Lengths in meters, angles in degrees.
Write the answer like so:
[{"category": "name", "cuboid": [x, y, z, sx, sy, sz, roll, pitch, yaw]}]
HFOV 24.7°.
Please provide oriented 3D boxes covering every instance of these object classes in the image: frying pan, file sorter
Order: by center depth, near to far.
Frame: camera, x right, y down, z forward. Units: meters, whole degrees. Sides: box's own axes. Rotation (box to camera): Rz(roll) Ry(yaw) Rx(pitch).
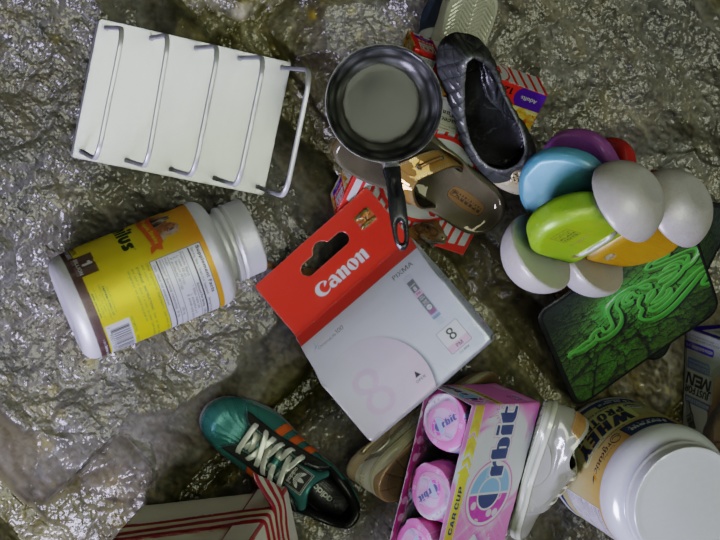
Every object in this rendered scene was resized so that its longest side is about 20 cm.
[{"category": "frying pan", "cuboid": [0.040, -0.128, 1.589, 0.115, 0.031, 0.190, -29, 94, -6]}, {"category": "file sorter", "cuboid": [-0.164, -0.155, 1.600, 0.199, 0.125, 0.139, 11, 94, -18]}]

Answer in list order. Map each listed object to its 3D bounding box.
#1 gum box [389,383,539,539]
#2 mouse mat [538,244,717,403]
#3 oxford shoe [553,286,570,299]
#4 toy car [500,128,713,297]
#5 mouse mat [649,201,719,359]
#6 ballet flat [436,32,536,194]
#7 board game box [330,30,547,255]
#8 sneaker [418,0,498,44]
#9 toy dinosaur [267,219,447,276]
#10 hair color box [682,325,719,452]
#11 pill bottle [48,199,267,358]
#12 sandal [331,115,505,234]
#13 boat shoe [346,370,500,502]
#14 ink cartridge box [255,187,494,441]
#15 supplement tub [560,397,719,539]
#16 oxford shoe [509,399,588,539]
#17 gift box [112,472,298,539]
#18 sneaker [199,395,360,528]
[{"category": "gum box", "cuboid": [0.105, 0.222, 1.707, 0.113, 0.066, 0.201, 3, 104, -47]}, {"category": "mouse mat", "cuboid": [0.291, 0.044, 1.774, 0.200, 0.008, 0.161, -35, 131, -7]}, {"category": "oxford shoe", "cuboid": [0.284, -0.042, 1.771, 0.200, 0.071, 0.071, -43, 147, -8]}, {"category": "toy car", "cuboid": [0.232, -0.068, 1.622, 0.200, 0.175, 0.150, 4, 62, -45]}, {"category": "mouse mat", "cuboid": [0.311, 0.008, 1.780, 0.161, 0.008, 0.200, 8, 117, -34]}, {"category": "ballet flat", "cuboid": [0.124, -0.146, 1.611, 0.066, 0.057, 0.200, -28, 126, 5]}, {"category": "board game box", "cuboid": [0.078, -0.127, 1.679, 0.151, 0.046, 0.200, 16, 118, -18]}, {"category": "sneaker", "cuboid": [0.083, -0.221, 1.700, 0.075, 0.085, 0.200, 17, 117, -19]}, {"category": "toy dinosaur", "cuboid": [0.000, 0.000, 1.712, 0.199, 0.060, 0.106, -18, 104, 9]}, {"category": "hair color box", "cuboid": [0.410, 0.168, 1.833, 0.065, 0.109, 0.201, -4, 99, -17]}, {"category": "pill bottle", "cuboid": [-0.197, 0.002, 1.620, 0.200, 0.109, 0.110, -23, 104, -13]}, {"category": "sandal", "cuboid": [0.065, -0.090, 1.640, 0.200, 0.054, 0.080, 30, 113, -22]}, {"category": "boat shoe", "cuboid": [0.069, 0.166, 1.746, 0.200, 0.065, 0.072, -39, 130, -28]}, {"category": "ink cartridge box", "cuboid": [0.010, 0.044, 1.650, 0.162, 0.057, 0.200, -41, 90, 8]}, {"category": "supplement tub", "cuboid": [0.304, 0.224, 1.759, 0.144, 0.200, 0.145, -3, 99, -17]}, {"category": "oxford shoe", "cuboid": [0.199, 0.221, 1.755, 0.058, 0.075, 0.200, 14, 130, 2]}, {"category": "gift box", "cuboid": [-0.144, 0.312, 1.615, 0.186, 0.185, 0.201, -7, 108, 13]}, {"category": "sneaker", "cuboid": [-0.076, 0.199, 1.701, 0.200, 0.080, 0.071, 36, 88, -18]}]
